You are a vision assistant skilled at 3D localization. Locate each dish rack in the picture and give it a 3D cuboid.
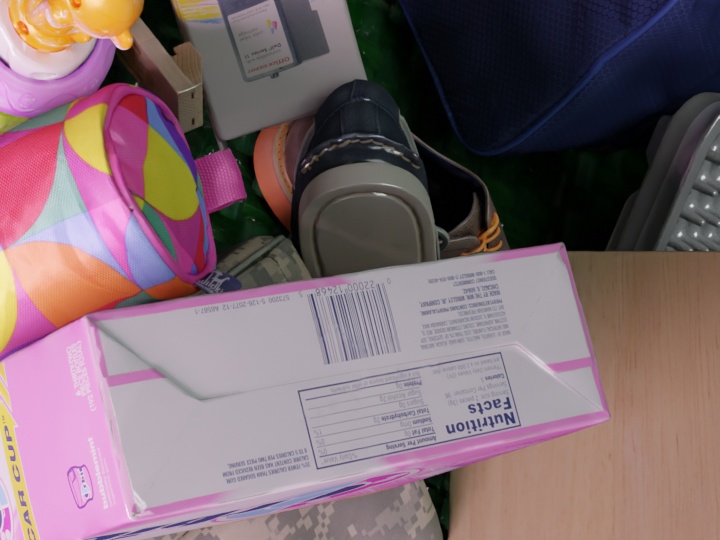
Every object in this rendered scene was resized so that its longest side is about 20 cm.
[{"bbox_3d":[0.173,-0.010,1.063,0.200,0.044,0.172,-1,118,-53],"label":"dish rack"}]

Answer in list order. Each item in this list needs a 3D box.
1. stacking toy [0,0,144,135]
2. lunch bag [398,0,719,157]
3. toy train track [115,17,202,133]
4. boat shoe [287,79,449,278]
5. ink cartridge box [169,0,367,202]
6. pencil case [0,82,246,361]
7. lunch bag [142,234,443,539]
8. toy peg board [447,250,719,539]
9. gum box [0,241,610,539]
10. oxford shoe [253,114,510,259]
[{"bbox_3d":[-0.133,-0.087,0.816,0.110,0.200,0.116,-30,99,-35],"label":"stacking toy"},{"bbox_3d":[0.119,-0.136,1.014,0.132,0.200,0.136,-4,66,-40],"label":"lunch bag"},{"bbox_3d":[-0.107,-0.129,0.868,0.033,0.115,0.200,-25,56,-21],"label":"toy train track"},{"bbox_3d":[0.000,0.000,0.929,0.075,0.200,0.062,-4,56,4],"label":"boat shoe"},{"bbox_3d":[-0.049,-0.136,0.880,0.067,0.200,0.117,-17,48,-2],"label":"ink cartridge box"},{"bbox_3d":[-0.143,0.004,0.801,0.088,0.200,0.088,57,20,-34],"label":"pencil case"},{"bbox_3d":[-0.073,0.109,0.862,0.200,0.139,0.168,-40,99,-35],"label":"lunch bag"},{"bbox_3d":[0.141,0.102,0.931,0.098,0.199,0.200,66,25,-67],"label":"toy peg board"},{"bbox_3d":[-0.023,0.045,0.757,0.200,0.113,0.066,-8,80,-34],"label":"gum box"},{"bbox_3d":[0.039,0.001,1.004,0.200,0.073,0.071,43,60,-23],"label":"oxford shoe"}]
